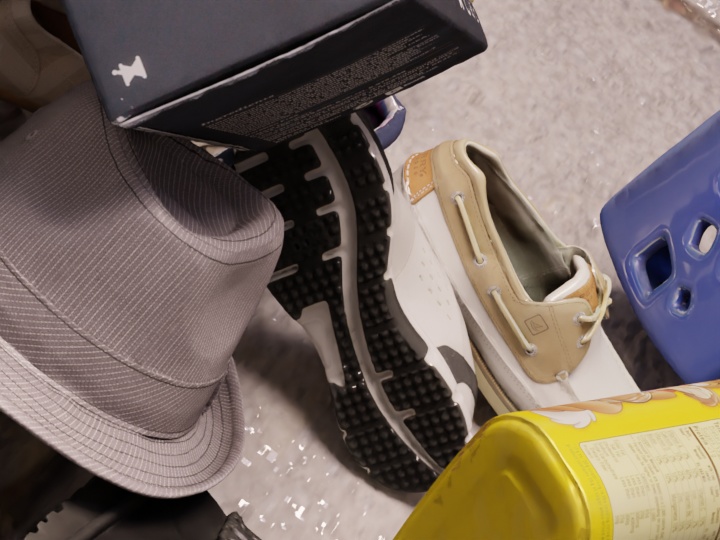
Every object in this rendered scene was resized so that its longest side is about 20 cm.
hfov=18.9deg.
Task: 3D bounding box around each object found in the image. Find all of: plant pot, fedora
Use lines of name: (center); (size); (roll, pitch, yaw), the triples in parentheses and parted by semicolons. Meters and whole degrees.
plant pot: (0.262, 0.021, 1.102); (0.200, 0.200, 0.180); (28, 40, -32)
fedora: (-0.092, -0.010, 0.848); (0.177, 0.090, 0.200); (40, 15, -10)

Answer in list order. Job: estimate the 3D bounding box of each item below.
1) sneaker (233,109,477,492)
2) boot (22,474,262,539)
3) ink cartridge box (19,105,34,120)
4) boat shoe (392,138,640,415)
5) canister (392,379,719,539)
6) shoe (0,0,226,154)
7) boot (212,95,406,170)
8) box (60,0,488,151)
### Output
sneaker: (0.000, 0.000, 0.988); (0.080, 0.074, 0.200); (-59, 133, -65)
boot: (-0.064, 0.154, 0.792); (0.158, 0.079, 0.211); (39, 35, 5)
ink cartridge box: (-0.143, -0.140, 1.081); (0.200, 0.045, 0.176); (-22, 91, -58)
boat shoe: (0.086, 0.023, 1.050); (0.200, 0.068, 0.075); (46, 33, -14)
canister: (0.120, 0.111, 0.938); (0.200, 0.149, 0.087); (-5, 52, -41)
shoe: (-0.108, -0.090, 1.012); (0.200, 0.053, 0.070); (18, 57, -51)
boot: (-0.059, -0.037, 1.010); (0.073, 0.090, 0.200); (44, 36, 12)
box: (-0.053, -0.161, 0.840); (0.197, 0.124, 0.200); (-6, 73, -77)
